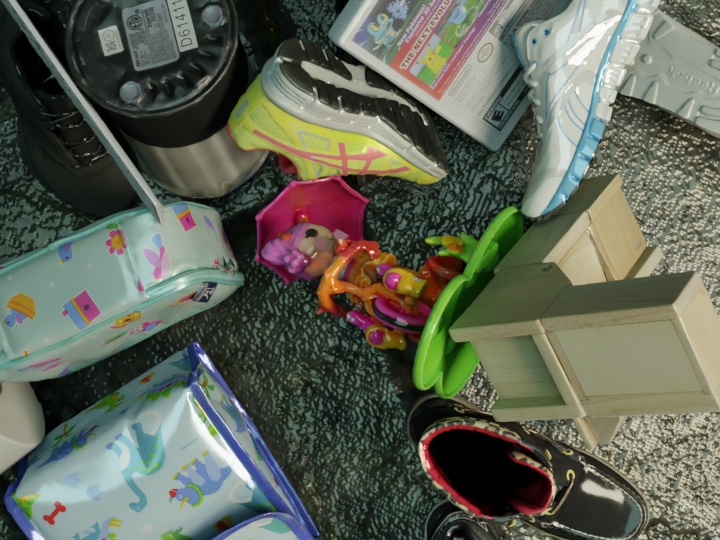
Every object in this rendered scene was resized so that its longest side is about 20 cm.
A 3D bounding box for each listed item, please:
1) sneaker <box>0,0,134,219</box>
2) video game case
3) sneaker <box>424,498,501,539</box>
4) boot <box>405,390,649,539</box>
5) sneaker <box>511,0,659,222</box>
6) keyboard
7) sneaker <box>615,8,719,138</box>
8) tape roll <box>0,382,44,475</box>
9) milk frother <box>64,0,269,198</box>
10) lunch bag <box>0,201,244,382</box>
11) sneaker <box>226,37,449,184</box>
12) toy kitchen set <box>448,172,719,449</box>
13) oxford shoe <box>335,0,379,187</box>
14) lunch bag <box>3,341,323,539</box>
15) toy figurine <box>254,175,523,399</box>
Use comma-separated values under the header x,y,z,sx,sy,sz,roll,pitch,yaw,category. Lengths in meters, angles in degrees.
x,y,z,sx,sy,sz,roll,pitch,yaw,category
-0.225,-0.117,0.992,0.076,0.091,0.200,-37,122,-16,sneaker
0.095,-0.206,0.946,0.200,0.182,0.023,-55,42,8,video game case
0.098,0.269,0.977,0.073,0.112,0.200,-26,86,3,sneaker
0.123,0.153,0.960,0.200,0.151,0.073,30,91,3,boot
0.143,-0.135,0.956,0.087,0.075,0.200,20,92,-2,sneaker
-0.191,-0.117,0.886,0.011,0.056,0.200,-36,84,-4,keyboard
0.230,-0.156,1.010,0.200,0.080,0.076,40,107,24,sneaker
-0.350,0.092,0.969,0.139,0.203,0.203,-38,86,1,tape roll
-0.089,-0.163,0.964,0.200,0.188,0.181,1,77,5,milk frother
-0.186,0.018,0.985,0.200,0.160,0.077,-23,81,8,lunch bag
-0.015,-0.099,0.947,0.090,0.200,0.078,-37,54,27,sneaker
0.207,0.043,0.917,0.200,0.180,0.163,-46,115,-40,toy kitchen set
0.020,-0.163,1.021,0.084,0.073,0.200,4,91,-5,oxford shoe
-0.140,0.187,0.996,0.170,0.127,0.200,-31,106,2,lunch bag
0.000,0.000,0.973,0.184,0.200,0.150,21,111,17,toy figurine
